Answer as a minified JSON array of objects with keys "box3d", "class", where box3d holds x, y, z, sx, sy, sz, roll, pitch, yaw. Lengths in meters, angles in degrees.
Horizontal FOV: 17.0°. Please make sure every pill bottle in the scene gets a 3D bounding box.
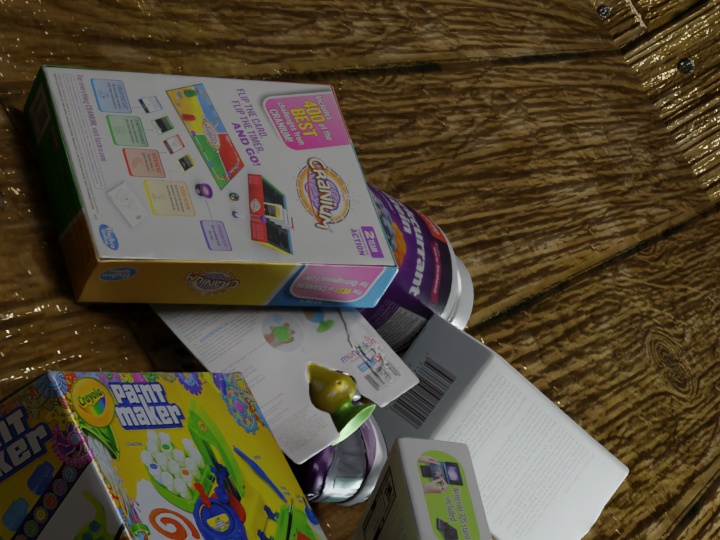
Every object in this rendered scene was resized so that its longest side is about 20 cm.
[{"box3d":[0.000,0.000,1.669,0.200,0.111,0.112,26,36,-59],"class":"pill bottle"}]

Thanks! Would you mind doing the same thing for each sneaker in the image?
[{"box3d":[-0.054,0.055,1.507,0.087,0.074,0.201,-2,58,-58],"class":"sneaker"}]

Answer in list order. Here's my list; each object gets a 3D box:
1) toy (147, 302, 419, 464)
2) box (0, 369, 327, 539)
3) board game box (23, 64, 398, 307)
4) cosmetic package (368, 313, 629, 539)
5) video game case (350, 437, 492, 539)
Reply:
[{"box3d":[-0.072,0.030,1.467,0.200,0.047,0.115,44,48,16],"class":"toy"},{"box3d":[-0.100,0.157,1.126,0.193,0.122,0.200,63,19,14],"class":"box"},{"box3d":[-0.091,-0.050,1.459,0.199,0.040,0.154,2,51,-28],"class":"board game box"},{"box3d":[0.094,0.126,1.698,0.071,0.102,0.200,34,-5,45],"class":"cosmetic package"},{"box3d":[0.024,0.221,1.250,0.045,0.201,0.182,6,42,-18],"class":"video game case"}]
